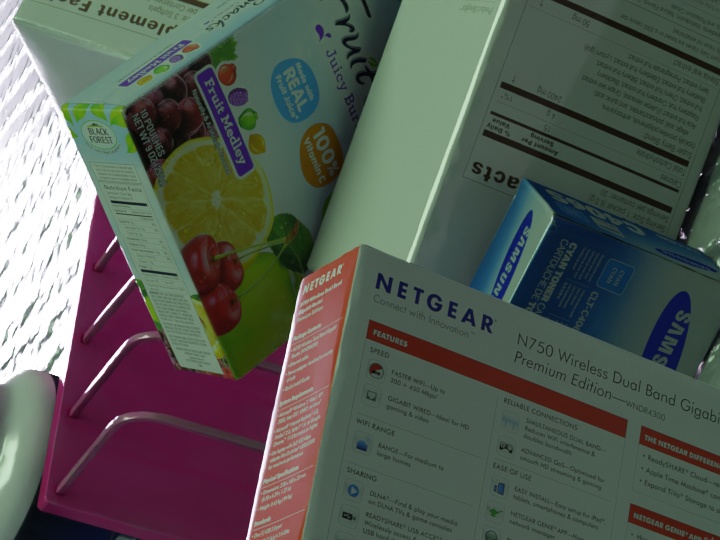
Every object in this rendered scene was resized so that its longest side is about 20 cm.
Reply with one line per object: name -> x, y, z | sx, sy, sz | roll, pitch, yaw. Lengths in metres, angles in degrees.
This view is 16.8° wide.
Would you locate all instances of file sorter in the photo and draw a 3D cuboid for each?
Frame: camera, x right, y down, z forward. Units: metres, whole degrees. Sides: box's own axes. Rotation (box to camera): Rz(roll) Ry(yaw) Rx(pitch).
file sorter -> -0.073, 0.033, 1.308 | 0.125, 0.138, 0.201 | -46, 31, 51

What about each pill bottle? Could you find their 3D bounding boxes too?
pill bottle -> -0.162, 0.122, 1.366 | 0.116, 0.199, 0.116 | -49, 29, 40

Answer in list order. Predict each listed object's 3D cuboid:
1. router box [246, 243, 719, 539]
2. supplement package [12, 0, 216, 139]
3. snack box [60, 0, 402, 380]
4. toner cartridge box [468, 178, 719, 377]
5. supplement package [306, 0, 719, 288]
router box -> 0.058, 0.111, 0.875 | 0.049, 0.199, 0.181 | -30, 43, 57
supplement package -> -0.073, -0.161, 1.244 | 0.117, 0.116, 0.201 | 73, -141, -63
snack box -> -0.029, -0.063, 1.140 | 0.053, 0.143, 0.200 | 8, 37, 47
toner cartridge box -> 0.068, 0.071, 1.022 | 0.201, 0.094, 0.043 | -64, 24, 14
supplement package -> 0.078, -0.067, 1.084 | 0.201, 0.119, 0.121 | -69, 22, 0
